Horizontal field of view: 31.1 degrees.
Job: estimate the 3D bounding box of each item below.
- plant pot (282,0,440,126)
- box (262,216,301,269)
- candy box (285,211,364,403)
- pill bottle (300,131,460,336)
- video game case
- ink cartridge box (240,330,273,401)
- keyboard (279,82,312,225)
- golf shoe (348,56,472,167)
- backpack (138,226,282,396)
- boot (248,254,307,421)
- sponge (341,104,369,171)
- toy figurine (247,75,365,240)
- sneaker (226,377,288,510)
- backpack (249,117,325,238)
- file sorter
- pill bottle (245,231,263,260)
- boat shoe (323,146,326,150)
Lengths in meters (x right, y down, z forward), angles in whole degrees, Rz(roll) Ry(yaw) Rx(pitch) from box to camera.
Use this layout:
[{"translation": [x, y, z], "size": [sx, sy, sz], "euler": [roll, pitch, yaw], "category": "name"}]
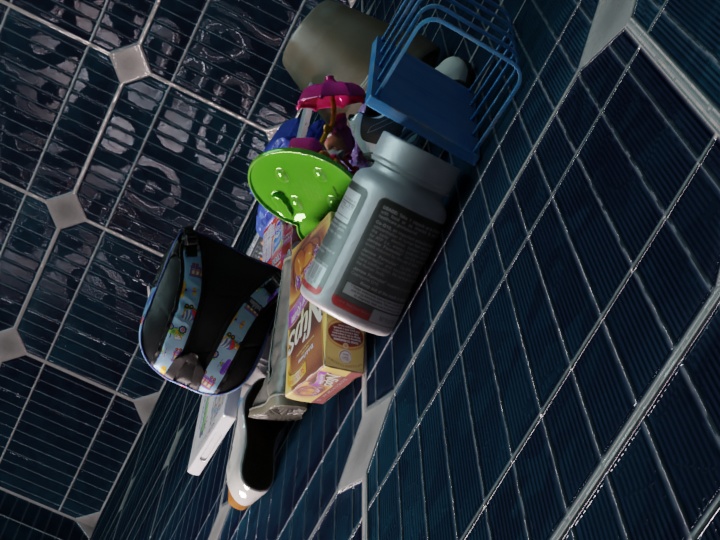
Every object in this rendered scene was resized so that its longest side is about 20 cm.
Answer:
[{"translation": [-0.013, -0.290, 1.862], "size": [0.200, 0.173, 0.200], "euler": [-52, -7, -8], "category": "plant pot"}, {"translation": [-0.082, -0.033, 1.932], "size": [0.200, 0.095, 0.100], "euler": [140, 133, -68], "category": "box"}, {"translation": [-0.041, 0.045, 1.550], "size": [0.117, 0.056, 0.201], "euler": [-42, 42, 54], "category": "candy box"}, {"translation": [0.025, -0.041, 1.416], "size": [0.201, 0.113, 0.114], "euler": [-64, 10, 6], "category": "pill bottle"}, {"translation": [-0.203, 0.171, 1.888], "size": [0.182, 0.024, 0.201], "euler": [124, 159, -48], "category": "video game case"}, {"translation": [-0.129, 0.113, 1.918], "size": [0.200, 0.085, 0.147], "euler": [-44, 24, 61], "category": "ink cartridge box"}, {"translation": [-0.090, -0.164, 1.831], "size": [0.056, 0.011, 0.201], "euler": [-94, 18, -63], "category": "keyboard"}, {"translation": [0.062, -0.214, 1.585], "size": [0.078, 0.095, 0.200], "euler": [-11, 34, 54], "category": "golf shoe"}, {"translation": [-0.209, 0.069, 1.749], "size": [0.201, 0.182, 0.134], "euler": [-70, 13, -18], "category": "backpack"}, {"translation": [-0.097, 0.091, 1.698], "size": [0.182, 0.072, 0.202], "euler": [145, 127, -64], "category": "boot"}, {"translation": [-0.015, -0.118, 1.739], "size": [0.201, 0.030, 0.112], "euler": [-60, 31, 29], "category": "sponge"}, {"translation": [-0.037, -0.151, 1.648], "size": [0.200, 0.149, 0.185], "euler": [63, -144, -46], "category": "toy figurine"}, {"translation": [-0.150, 0.236, 1.772], "size": [0.085, 0.072, 0.201], "euler": [-53, 17, 41], "category": "sneaker"}, {"translation": [-0.093, -0.133, 2.100], "size": [0.201, 0.167, 0.163], "euler": [-61, -1, 29], "category": "backpack"}, {"translation": [0.098, -0.235, 1.445], "size": [0.123, 0.138, 0.200], "euler": [-56, 13, 25], "category": "file sorter"}, {"translation": [-0.156, -0.006, 2.286], "size": [0.201, 0.106, 0.106], "euler": [-63, 10, 17], "category": "pill bottle"}, {"translation": [-0.040, -0.137, 1.896], "size": [0.071, 0.070, 0.200], "euler": [-64, -18, -3], "category": "boat shoe"}]
